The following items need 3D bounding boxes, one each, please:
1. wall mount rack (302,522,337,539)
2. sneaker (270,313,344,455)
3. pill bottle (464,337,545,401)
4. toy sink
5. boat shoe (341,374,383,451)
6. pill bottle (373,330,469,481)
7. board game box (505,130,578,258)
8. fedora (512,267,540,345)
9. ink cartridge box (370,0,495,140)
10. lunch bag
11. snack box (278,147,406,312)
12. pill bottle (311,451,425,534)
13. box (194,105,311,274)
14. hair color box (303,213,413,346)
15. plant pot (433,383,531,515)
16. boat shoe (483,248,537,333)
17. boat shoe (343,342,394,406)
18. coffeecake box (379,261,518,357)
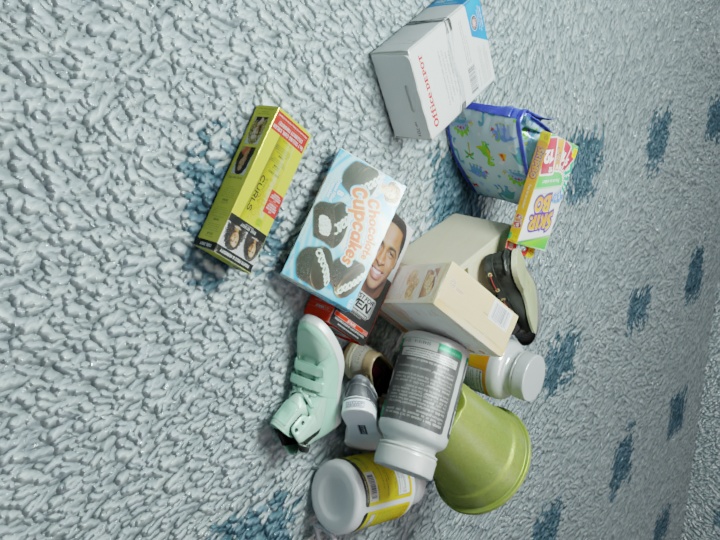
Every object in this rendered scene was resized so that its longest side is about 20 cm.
[{"bbox_3d":[-0.081,0.514,1.144,0.198,0.073,0.178,-35,126,-36],"label":"wall mount rack"},{"bbox_3d":[-0.082,0.174,1.043,0.117,0.072,0.206,-33,126,-46],"label":"sneaker"},{"bbox_3d":[0.233,0.169,1.310,0.109,0.197,0.115,-16,113,-44],"label":"pill bottle"},{"bbox_3d":[0.164,0.000,1.239,0.198,0.128,0.115,-34,125,-38],"label":"toy sink"},{"bbox_3d":[0.004,0.232,1.150,0.202,0.069,0.069,77,16,-55],"label":"boat shoe"},{"bbox_3d":[0.092,0.207,1.095,0.113,0.111,0.205,37,65,-47],"label":"pill bottle"},{"bbox_3d":[0.303,-0.121,1.196,0.094,0.030,0.205,8,104,-45],"label":"board game box"},{"bbox_3d":[0.268,0.065,1.373,0.088,0.200,0.182,-14,79,-12],"label":"fedora"},{"bbox_3d":[0.120,-0.323,1.129,0.200,0.085,0.149,-44,130,-30],"label":"ink cartridge box"},{"bbox_3d":[0.250,-0.217,1.242,0.200,0.168,0.129,44,73,-44],"label":"lunch bag"},{"bbox_3d":[-0.024,-0.058,1.030,0.114,0.037,0.204,27,78,-10],"label":"snack box"},{"bbox_3d":[0.020,0.363,1.189,0.197,0.111,0.116,7,96,-49],"label":"pill bottle"},{"bbox_3d":[-0.137,-0.105,0.924,0.075,0.049,0.205,34,74,-47],"label":"box"},{"bbox_3d":[0.000,0.000,1.102,0.101,0.060,0.204,36,73,-46],"label":"hair color box"},{"bbox_3d":[0.165,0.279,1.218,0.185,0.198,0.203,46,66,-34],"label":"plant pot"},{"bbox_3d":[0.263,0.038,1.223,0.203,0.061,0.075,56,37,-43],"label":"boat shoe"},{"bbox_3d":[0.037,0.193,1.192,0.075,0.068,0.201,-59,138,-20],"label":"boat shoe"},{"bbox_3d":[0.123,0.062,1.122,0.152,0.198,0.074,36,71,-24],"label":"coffeecake box"}]
